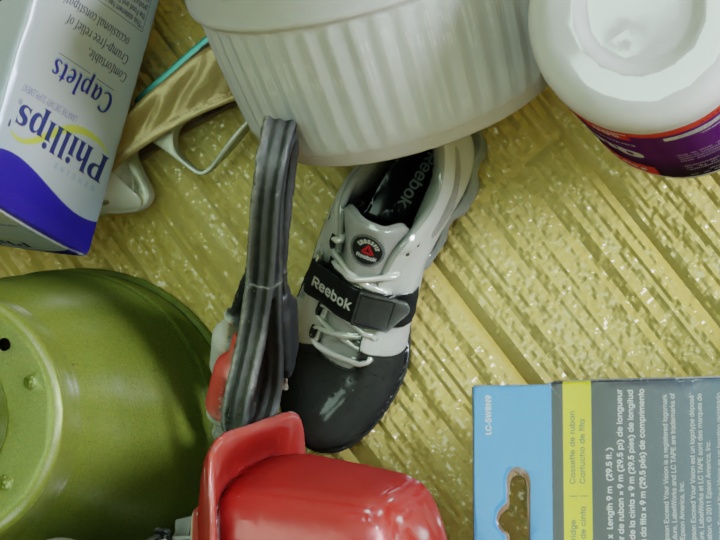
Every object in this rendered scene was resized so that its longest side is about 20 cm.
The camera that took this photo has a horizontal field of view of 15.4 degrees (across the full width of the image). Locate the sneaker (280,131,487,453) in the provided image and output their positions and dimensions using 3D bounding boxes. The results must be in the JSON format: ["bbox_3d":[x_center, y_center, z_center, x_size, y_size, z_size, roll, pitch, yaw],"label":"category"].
[{"bbox_3d":[0.000,0.000,1.420,0.074,0.088,0.201,21,90,15],"label":"sneaker"}]

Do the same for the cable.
[{"bbox_3d":[-0.061,0.012,1.365,0.050,0.201,0.097,11,48,11],"label":"cable"}]

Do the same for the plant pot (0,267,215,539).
[{"bbox_3d":[-0.184,0.085,1.403,0.199,0.193,0.202,-2,81,15],"label":"plant pot"}]

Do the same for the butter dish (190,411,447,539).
[{"bbox_3d":[0.002,0.175,1.327,0.147,0.199,0.201,0,92,13],"label":"butter dish"}]

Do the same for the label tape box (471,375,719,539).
[{"bbox_3d":[0.161,0.129,1.370,0.199,0.063,0.145,-2,83,15],"label":"label tape box"}]

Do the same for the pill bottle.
[{"bbox_3d":[0.155,-0.109,1.333,0.112,0.200,0.113,-2,81,15],"label":"pill bottle"}]

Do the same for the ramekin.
[{"bbox_3d":[0.014,-0.135,1.381,0.199,0.200,0.105,-12,113,13],"label":"ramekin"}]

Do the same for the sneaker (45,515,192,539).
[{"bbox_3d":[-0.111,0.162,1.377,0.074,0.200,0.082,8,75,27],"label":"sneaker"}]

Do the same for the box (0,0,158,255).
[{"bbox_3d":[-0.222,-0.124,1.439,0.183,0.105,0.201,7,76,30],"label":"box"}]

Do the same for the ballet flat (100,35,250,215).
[{"bbox_3d":[-0.118,-0.069,1.475,0.200,0.069,0.063,-35,90,9],"label":"ballet flat"}]
